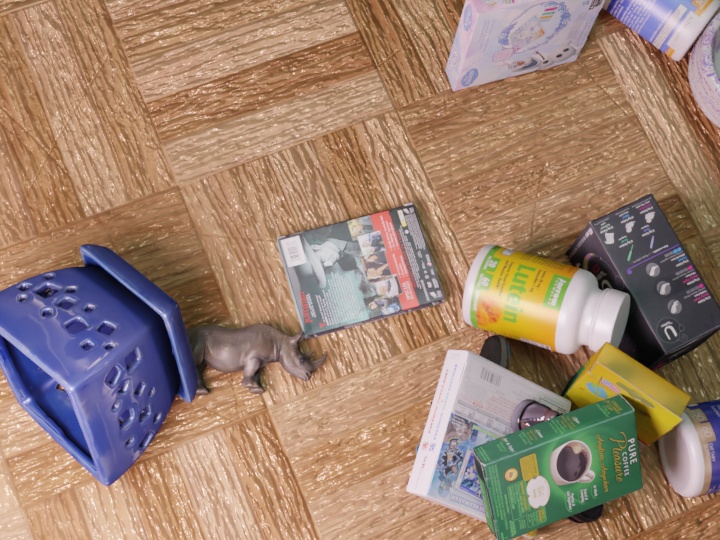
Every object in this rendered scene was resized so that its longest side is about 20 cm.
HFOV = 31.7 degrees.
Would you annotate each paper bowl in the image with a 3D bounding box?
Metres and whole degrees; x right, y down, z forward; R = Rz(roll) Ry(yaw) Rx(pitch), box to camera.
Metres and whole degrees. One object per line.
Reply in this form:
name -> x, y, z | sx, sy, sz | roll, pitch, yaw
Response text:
paper bowl -> 0.572, -0.280, 1.830 | 0.198, 0.105, 0.203 | 2, 70, -5

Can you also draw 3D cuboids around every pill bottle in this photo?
pill bottle -> 0.420, -0.408, 1.854 | 0.199, 0.112, 0.112 | 38, 71, 7
pill bottle -> 0.497, 0.219, 1.639 | 0.198, 0.116, 0.117 | -10, 72, -10
pill bottle -> 0.242, 0.043, 1.643 | 0.198, 0.111, 0.112 | 16, 68, 22

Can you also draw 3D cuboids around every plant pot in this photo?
plant pot -> -0.315, 0.101, 1.527 | 0.199, 0.201, 0.179 | 34, 59, 31

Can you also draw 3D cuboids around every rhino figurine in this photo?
rhino figurine -> -0.141, 0.112, 1.635 | 0.197, 0.060, 0.088 | -1, 73, -8

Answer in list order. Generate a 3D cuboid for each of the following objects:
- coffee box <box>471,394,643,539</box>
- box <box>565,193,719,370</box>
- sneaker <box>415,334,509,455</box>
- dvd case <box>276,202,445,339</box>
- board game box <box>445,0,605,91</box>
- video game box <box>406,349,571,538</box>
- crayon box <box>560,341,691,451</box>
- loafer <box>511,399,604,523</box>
coffee box -> 0.239, 0.237, 1.520 | 0.198, 0.044, 0.124 | -20, 118, -9
box -> 0.378, 0.021, 1.691 | 0.105, 0.122, 0.201 | -24, 74, -14
sneaker -> 0.136, 0.167, 1.639 | 0.081, 0.073, 0.202 | 21, 68, 5
dvd case -> 0.000, 0.000, 1.711 | 0.198, 0.022, 0.147 | -15, 73, -12
board game box -> 0.229, -0.337, 1.760 | 0.197, 0.200, 0.044 | -16, 70, -12
video game box -> 0.164, 0.217, 1.574 | 0.199, 0.047, 0.184 | 27, 72, -34
crayon box -> 0.332, 0.161, 1.595 | 0.126, 0.200, 0.051 | 34, 70, 6
loafer -> 0.257, 0.245, 1.579 | 0.072, 0.063, 0.201 | -47, 117, -27
